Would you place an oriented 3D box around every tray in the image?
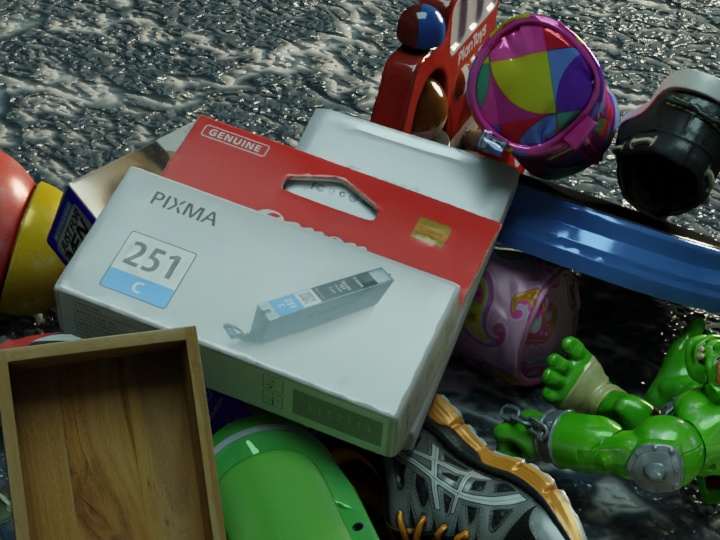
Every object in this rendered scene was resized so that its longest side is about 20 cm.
[{"bbox_3d":[-0.114,0.134,0.855,0.097,0.202,0.037,-7,-10,-14],"label":"tray"}]

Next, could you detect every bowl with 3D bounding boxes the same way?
[{"bbox_3d":[0.153,-0.023,1.148,0.199,0.040,0.201,18,7,-2],"label":"bowl"}]

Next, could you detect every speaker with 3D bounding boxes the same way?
[{"bbox_3d":[-0.028,0.159,0.899,0.087,0.089,0.200,-8,34,-16],"label":"speaker"}]

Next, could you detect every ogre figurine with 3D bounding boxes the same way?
[{"bbox_3d":[0.190,0.080,1.032,0.198,0.099,0.120,6,9,-32],"label":"ogre figurine"}]

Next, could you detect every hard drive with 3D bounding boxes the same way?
[{"bbox_3d":[0.000,0.000,1.022,0.131,0.025,0.201,17,52,10],"label":"hard drive"}]

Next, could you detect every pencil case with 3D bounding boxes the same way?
[{"bbox_3d":[0.116,-0.101,1.114,0.087,0.089,0.200,9,3,11],"label":"pencil case"},{"bbox_3d":[0.041,0.003,1.145,0.199,0.088,0.087,23,38,29],"label":"pencil case"}]

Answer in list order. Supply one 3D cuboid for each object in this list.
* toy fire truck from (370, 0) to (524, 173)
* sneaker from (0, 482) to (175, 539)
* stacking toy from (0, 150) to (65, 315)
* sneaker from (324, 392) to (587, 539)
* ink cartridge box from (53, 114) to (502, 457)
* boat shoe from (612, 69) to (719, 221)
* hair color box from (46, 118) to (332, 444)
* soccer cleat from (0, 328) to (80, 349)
[{"bbox_3d":[0.049,-0.123,1.265,0.111,0.170,0.200,15,34,20],"label":"toy fire truck"},{"bbox_3d":[-0.173,0.138,0.903,0.198,0.091,0.067,4,0,-3],"label":"sneaker"},{"bbox_3d":[-0.226,-0.016,1.158,0.198,0.147,0.147,19,31,-9],"label":"stacking toy"},{"bbox_3d":[0.053,0.134,0.963,0.077,0.079,0.200,-32,40,-22],"label":"sneaker"},{"bbox_3d":[-0.039,-0.009,0.981,0.198,0.045,0.177,20,54,11],"label":"ink cartridge box"},{"bbox_3d":[0.190,-0.066,1.137,0.075,0.200,0.061,27,77,9],"label":"boat shoe"},{"bbox_3d":[-0.080,0.018,1.054,0.109,0.065,0.200,-30,72,-37],"label":"hair color box"},{"bbox_3d":[-0.131,0.048,1.090,0.199,0.069,0.085,-26,50,-32],"label":"soccer cleat"}]
